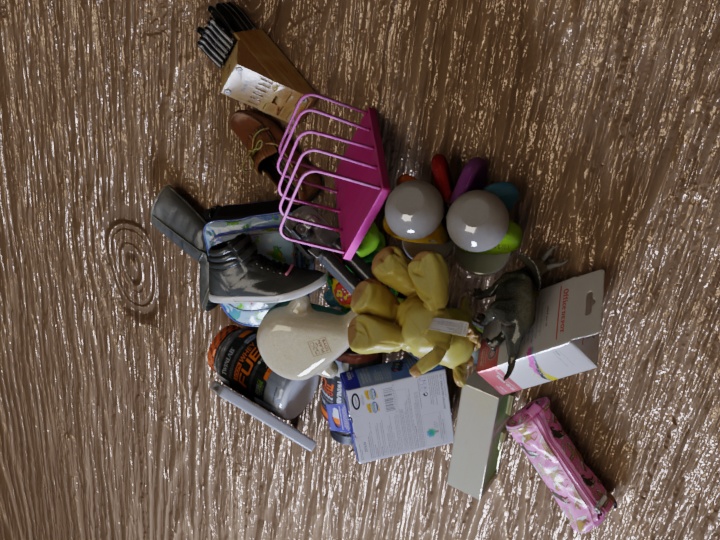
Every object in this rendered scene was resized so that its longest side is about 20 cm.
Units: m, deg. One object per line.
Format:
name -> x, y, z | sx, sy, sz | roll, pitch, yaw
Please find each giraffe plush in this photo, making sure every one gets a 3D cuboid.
giraffe plush -> 0.100, 0.076, 1.059 | 0.199, 0.162, 0.174 | 29, 87, 38

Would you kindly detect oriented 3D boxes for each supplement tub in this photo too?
supplement tub -> -0.188, 0.187, 1.427 | 0.198, 0.122, 0.124 | 24, 122, 26
supplement tub -> -0.017, 0.205, 1.319 | 0.106, 0.107, 0.203 | 17, 119, 29

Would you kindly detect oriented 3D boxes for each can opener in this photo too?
can opener -> -0.038, -0.017, 1.152 | 0.200, 0.053, 0.067 | 46, 161, 11

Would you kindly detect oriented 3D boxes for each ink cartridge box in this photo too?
ink cartridge box -> 0.264, 0.087, 1.043 | 0.067, 0.117, 0.199 | 40, 137, -25
ink cartridge box -> 0.045, 0.227, 1.230 | 0.197, 0.076, 0.138 | -12, 107, -7

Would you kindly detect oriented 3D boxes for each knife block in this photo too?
knife block -> -0.169, -0.348, 1.229 | 0.198, 0.177, 0.064 | 19, 137, -26

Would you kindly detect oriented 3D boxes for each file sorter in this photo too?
file sorter -> -0.050, -0.146, 1.108 | 0.124, 0.202, 0.140 | 14, 131, -20

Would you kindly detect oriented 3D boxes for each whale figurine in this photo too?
whale figurine -> -0.067, 0.096, 1.211 | 0.197, 0.104, 0.161 | -16, 114, 16

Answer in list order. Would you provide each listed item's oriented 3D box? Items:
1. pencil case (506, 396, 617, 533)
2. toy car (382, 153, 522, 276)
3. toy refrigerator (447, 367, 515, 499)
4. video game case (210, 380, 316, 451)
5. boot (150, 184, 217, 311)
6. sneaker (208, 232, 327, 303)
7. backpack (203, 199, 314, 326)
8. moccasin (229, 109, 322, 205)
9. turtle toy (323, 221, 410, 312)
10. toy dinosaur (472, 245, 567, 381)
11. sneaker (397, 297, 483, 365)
pencil case -> 0.301, 0.290, 1.137 | 0.086, 0.083, 0.201 | -37, 86, 41
toy car -> 0.135, -0.089, 1.059 | 0.197, 0.175, 0.152 | 11, 76, 18
toy refrigerator -> 0.197, 0.259, 1.205 | 0.069, 0.076, 0.203 | 19, 120, 28
video game case -> -0.188, 0.272, 1.419 | 0.199, 0.022, 0.182 | 34, 167, -12
boot -> -0.335, -0.043, 1.470 | 0.198, 0.072, 0.184 | 30, 111, 15
sneaker -> -0.153, -0.008, 1.167 | 0.197, 0.071, 0.101 | -4, 109, 14
backpack -> -0.171, -0.005, 1.289 | 0.180, 0.147, 0.203 | -7, 114, 5
moccasin -> -0.153, -0.189, 1.265 | 0.202, 0.077, 0.074 | 53, 130, 5
turtle toy -> 0.000, 0.000, 1.219 | 0.144, 0.101, 0.203 | 20, 121, 28
toy dinosaur -> 0.206, 0.049, 1.024 | 0.077, 0.201, 0.102 | 34, 142, -12
sneaker -> 0.120, 0.113, 1.170 | 0.197, 0.081, 0.075 | 16, 123, 2
